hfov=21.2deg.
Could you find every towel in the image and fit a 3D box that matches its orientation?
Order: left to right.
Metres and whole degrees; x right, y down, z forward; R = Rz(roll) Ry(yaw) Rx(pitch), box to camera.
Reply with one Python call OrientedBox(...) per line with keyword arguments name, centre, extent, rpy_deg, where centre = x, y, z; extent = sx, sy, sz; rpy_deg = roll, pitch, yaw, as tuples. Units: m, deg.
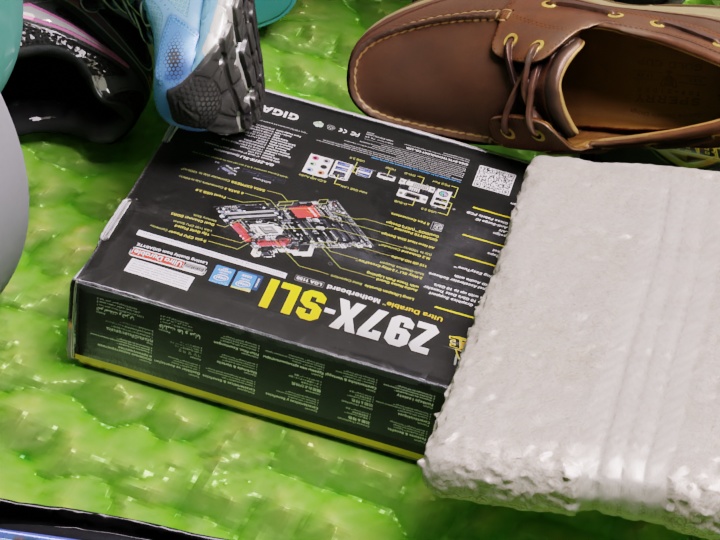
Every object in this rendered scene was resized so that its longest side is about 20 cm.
OrientedBox(name="towel", centre=(0.107, 0.024, 0.716), extent=(0.132, 0.035, 0.200), rpy_deg=(7, 38, 16))

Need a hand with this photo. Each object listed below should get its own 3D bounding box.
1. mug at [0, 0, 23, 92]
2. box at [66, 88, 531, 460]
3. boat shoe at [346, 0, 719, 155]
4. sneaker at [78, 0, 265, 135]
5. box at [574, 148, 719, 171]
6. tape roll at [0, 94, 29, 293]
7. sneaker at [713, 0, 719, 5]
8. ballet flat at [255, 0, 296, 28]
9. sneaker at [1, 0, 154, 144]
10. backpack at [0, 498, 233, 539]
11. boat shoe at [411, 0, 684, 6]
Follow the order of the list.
OrientedBox(name="mug", centre=(-0.209, -0.120, 0.772), extent=(0.152, 0.115, 0.185), rpy_deg=(5, 41, 3))
OrientedBox(name="box", centre=(0.000, 0.000, 0.799), extent=(0.200, 0.049, 0.160), rpy_deg=(15, 41, 6))
OrientedBox(name="boat shoe", centre=(0.085, -0.086, 0.829), extent=(0.200, 0.072, 0.068), rpy_deg=(4, 14, 18))
OrientedBox(name="sneaker", centre=(-0.093, -0.124, 0.844), extent=(0.090, 0.078, 0.200), rpy_deg=(-10, 41, -5))
OrientedBox(name="box", centre=(0.202, -0.056, 0.915), extent=(0.200, 0.046, 0.159), rpy_deg=(11, 39, 2))
OrientedBox(name="tape roll", centre=(-0.219, -0.037, 0.671), extent=(0.200, 0.200, 0.066), rpy_deg=(19, 42, 11))
OrientedBox(name="sneaker", centre=(0.283, -0.131, 1.007), extent=(0.200, 0.114, 0.073), rpy_deg=(8, 60, 43))
OrientedBox(name="ballet flat", centre=(-0.130, -0.153, 0.947), extent=(0.200, 0.073, 0.073), rpy_deg=(-5, 41, -16))
OrientedBox(name="sneaker", centre=(-0.186, -0.102, 0.860), extent=(0.200, 0.080, 0.086), rpy_deg=(3, 40, -7))
OrientedBox(name="backpack", centre=(-0.084, 0.150, 0.495), extent=(0.200, 0.183, 0.147), rpy_deg=(7, 61, -9))
OrientedBox(name="boat shoe", centre=(0.089, -0.136, 0.897), extent=(0.060, 0.201, 0.072), rpy_deg=(-5, 82, -25))
